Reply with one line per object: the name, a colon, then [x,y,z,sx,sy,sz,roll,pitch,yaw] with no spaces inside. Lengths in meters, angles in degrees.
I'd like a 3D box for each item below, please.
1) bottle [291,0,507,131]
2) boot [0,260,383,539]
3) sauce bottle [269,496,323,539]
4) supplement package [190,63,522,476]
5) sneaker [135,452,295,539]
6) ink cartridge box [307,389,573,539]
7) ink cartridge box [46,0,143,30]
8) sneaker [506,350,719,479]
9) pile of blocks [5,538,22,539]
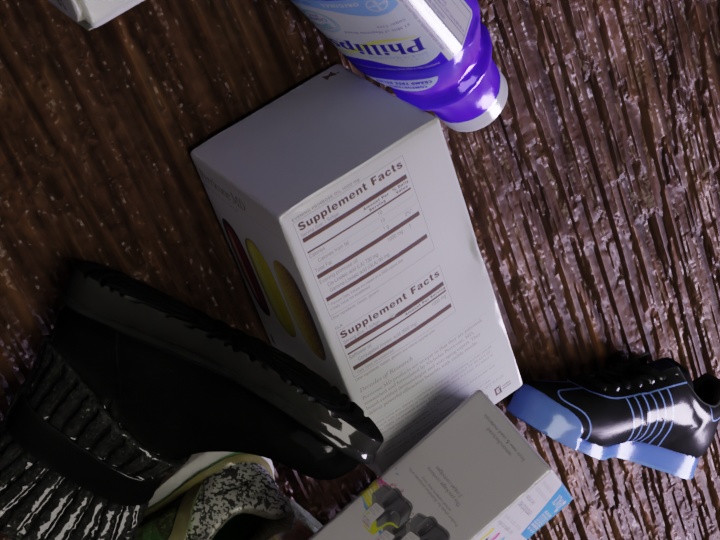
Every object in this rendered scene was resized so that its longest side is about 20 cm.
bottle: [0.024,-0.142,0.954,0.200,0.083,0.065,40,62,-54]
boot: [-0.106,0.105,0.947,0.158,0.211,0.079,-65,165,6]
sauce bottle: [-0.093,0.238,1.085,0.200,0.065,0.065,-50,129,-4]
supplement package: [0.000,0.000,0.996,0.109,0.114,0.200,-33,126,-17]
sneaker: [-0.120,0.185,1.025,0.200,0.089,0.077,-44,129,-7]
ink cartridge box: [0.026,0.170,1.004,0.200,0.068,0.115,-41,159,0]
ink cartridge box: [-0.094,-0.234,0.836,0.200,0.087,0.145,-34,127,-17]
sneaker: [0.184,0.092,1.197,0.200,0.070,0.078,17,99,-44]
pile of blocks: [-0.252,0.225,0.984,0.200,0.062,0.082,-51,142,9]
